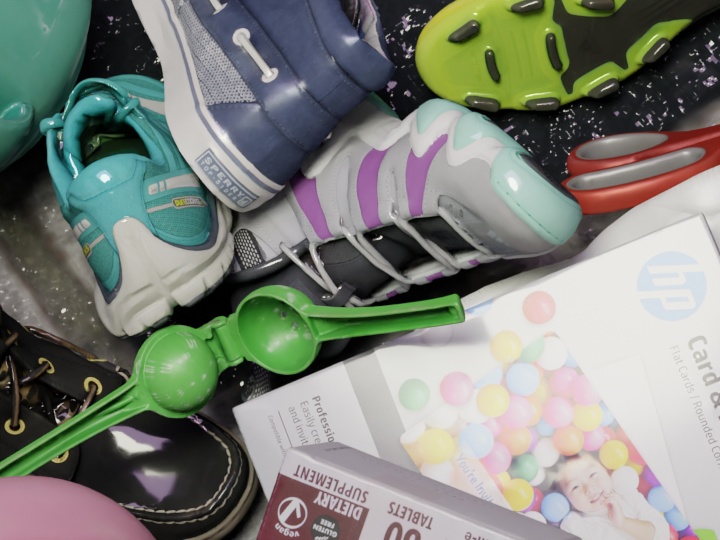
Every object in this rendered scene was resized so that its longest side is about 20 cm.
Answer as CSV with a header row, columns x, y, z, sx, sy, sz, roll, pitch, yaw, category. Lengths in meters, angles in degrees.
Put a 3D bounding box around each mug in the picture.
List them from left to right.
x,y,z,sx,sy,sz,roll,pitch,yaw,category
-0.189,-0.093,1.221,0.152,0.114,0.186,-26,46,38,mug

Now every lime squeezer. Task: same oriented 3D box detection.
x,y,z,sx,sy,sz,roll,pitch,yaw,category
-0.053,0.041,1.101,0.199,0.038,0.071,-20,34,7,lime squeezer

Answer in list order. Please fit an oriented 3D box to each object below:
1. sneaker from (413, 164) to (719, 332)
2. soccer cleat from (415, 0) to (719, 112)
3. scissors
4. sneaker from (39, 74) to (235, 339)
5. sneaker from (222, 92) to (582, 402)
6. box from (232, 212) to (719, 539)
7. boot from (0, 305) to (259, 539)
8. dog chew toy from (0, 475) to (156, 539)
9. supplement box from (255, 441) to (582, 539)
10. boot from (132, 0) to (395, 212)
x,y,z,sx,sy,sz,roll,pitch,yaw,category
0.122,0.023,1.158,0.200,0.075,0.089,-29,74,3,sneaker
0.115,-0.130,1.243,0.200,0.065,0.084,-26,33,2,soccer cleat
0.178,-0.057,1.190,0.199,0.014,0.073,-12,18,2,scissors
-0.094,-0.047,1.180,0.077,0.080,0.200,-28,23,2,sneaker
0.000,0.000,1.152,0.140,0.078,0.200,-54,26,-8,sneaker
0.071,0.088,1.107,0.199,0.041,0.156,-22,82,5,box
-0.144,0.039,1.144,0.199,0.151,0.073,24,71,19,boot
-0.119,0.175,1.032,0.124,0.125,0.200,-14,52,4,dog chew toy
-0.003,0.176,1.058,0.109,0.061,0.201,20,95,17,supplement box
-0.039,-0.107,1.204,0.090,0.073,0.200,-38,35,13,boot
